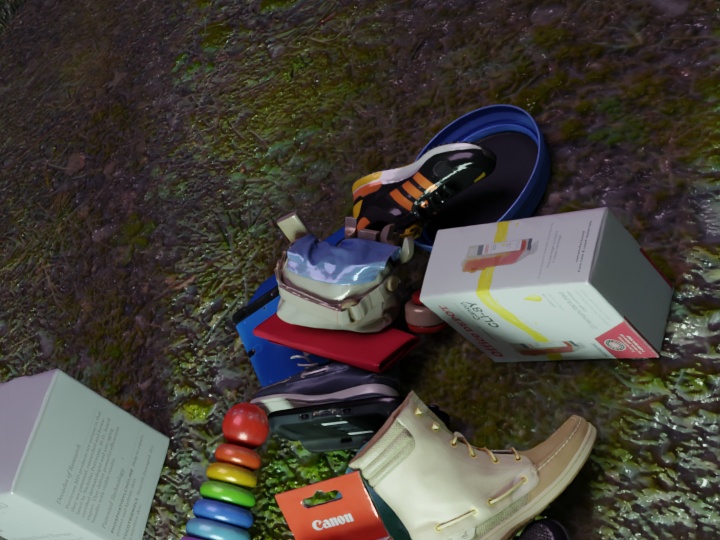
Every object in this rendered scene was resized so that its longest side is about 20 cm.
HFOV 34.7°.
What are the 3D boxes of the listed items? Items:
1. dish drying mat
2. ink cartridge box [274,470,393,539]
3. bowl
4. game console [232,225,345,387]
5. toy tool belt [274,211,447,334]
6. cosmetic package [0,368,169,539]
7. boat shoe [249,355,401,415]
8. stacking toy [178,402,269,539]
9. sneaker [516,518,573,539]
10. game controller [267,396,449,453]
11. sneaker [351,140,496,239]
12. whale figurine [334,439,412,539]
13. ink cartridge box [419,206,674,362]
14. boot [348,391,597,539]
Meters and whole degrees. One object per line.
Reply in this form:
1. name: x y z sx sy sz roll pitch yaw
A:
1. dish drying mat: -0.030 0.074 1.303 0.198 0.018 0.077 12 37 42
2. ink cartridge box: -0.010 0.294 1.052 0.108 0.202 0.050 -21 6 32
3. bowl: 0.135 -0.102 1.354 0.199 0.039 0.203 -27 43 28
4. game console: -0.049 0.039 1.441 0.199 0.118 0.172 -33 71 21
5. toy tool belt: 0.000 0.000 1.276 0.197 0.125 0.125 5 21 21
6. cosmetic package: -0.381 0.252 1.452 0.166 0.200 0.168 -15 49 38
7. boat shoe: -0.041 0.132 1.307 0.198 0.075 0.063 -16 50 35
8. stacking toy: -0.148 0.246 1.286 0.085 0.085 0.203 -2 68 44
9. sneaker: 0.122 0.294 0.976 0.076 0.114 0.201 4 60 45
10. game controller: -0.005 0.160 1.223 0.198 0.104 0.043 -13 54 38
11. sneaker: 0.074 -0.079 1.321 0.198 0.070 0.091 -16 63 37
12. whale figurine: 0.007 0.243 1.140 0.199 0.104 0.160 -39 39 10
13. ink cartridge box: 0.179 0.021 1.120 0.198 0.145 0.084 -6 56 43
14. boot: 0.103 0.165 1.056 0.200 0.156 0.073 -41 -4 -3
